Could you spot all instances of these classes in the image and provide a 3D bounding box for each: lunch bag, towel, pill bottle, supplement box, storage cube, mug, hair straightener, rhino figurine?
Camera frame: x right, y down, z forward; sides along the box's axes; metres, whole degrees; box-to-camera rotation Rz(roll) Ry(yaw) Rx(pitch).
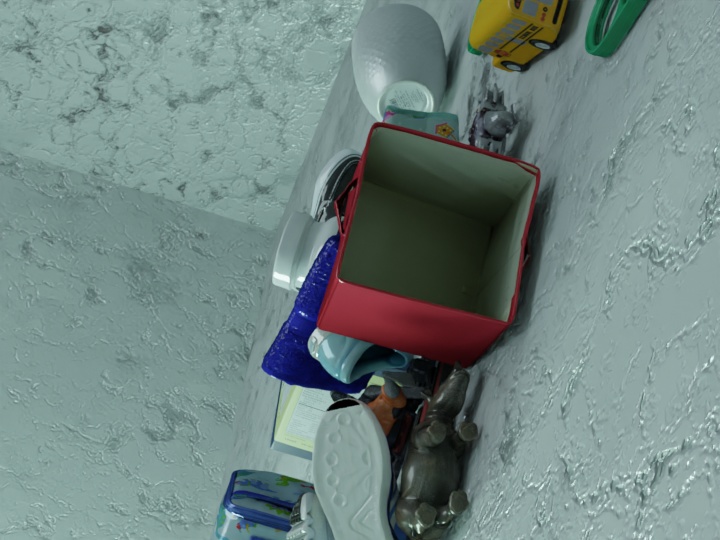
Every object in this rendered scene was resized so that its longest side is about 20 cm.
[{"bbox_3d":[0.062,-0.089,1.669,0.200,0.121,0.171,99,180,-61],"label":"lunch bag"},{"bbox_3d":[-0.011,0.055,1.461,0.201,0.147,0.050,-63,37,27],"label":"towel"},{"bbox_3d":[0.000,0.000,1.561,0.116,0.199,0.117,16,-90,-87],"label":"pill bottle"},{"bbox_3d":[-0.024,0.125,1.741,0.201,0.133,0.201,-85,14,-52],"label":"supplement box"},{"bbox_3d":[0.063,-0.021,1.297,0.180,0.199,0.172,114,170,-70],"label":"storage cube"},{"bbox_3d":[0.068,-0.282,1.976,0.176,0.147,0.201,-95,-8,-50],"label":"mug"},{"bbox_3d":[-0.066,0.298,1.465,0.161,0.199,0.083,-74,0,-82],"label":"lunch bag"},{"bbox_3d":[0.075,0.145,1.399,0.077,0.041,0.201,118,165,-52],"label":"hair straightener"},{"bbox_3d":[0.077,0.176,1.273,0.088,0.059,0.201,124,162,-57],"label":"rhino figurine"}]

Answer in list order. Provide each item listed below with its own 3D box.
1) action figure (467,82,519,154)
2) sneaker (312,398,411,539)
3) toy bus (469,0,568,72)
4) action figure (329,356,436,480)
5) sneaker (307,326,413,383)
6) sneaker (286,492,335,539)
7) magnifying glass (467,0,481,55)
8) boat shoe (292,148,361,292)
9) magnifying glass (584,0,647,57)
[{"bbox_3d":[0.135,-0.130,1.469,0.200,0.069,0.131,-52,15,57],"label":"action figure"},{"bbox_3d":[0.011,0.229,1.323,0.146,0.080,0.201,9,-110,-77],"label":"sneaker"},{"bbox_3d":[0.176,-0.279,1.426,0.200,0.078,0.066,162,125,-79],"label":"toy bus"},{"bbox_3d":[0.024,0.148,1.477,0.194,0.104,0.201,82,-152,-80],"label":"action figure"},{"bbox_3d":[0.046,0.070,1.402,0.082,0.199,0.074,50,158,35],"label":"sneaker"},{"bbox_3d":[-0.026,0.333,1.355,0.075,0.081,0.201,146,112,-69],"label":"sneaker"},{"bbox_3d":[0.185,-0.391,1.734,0.080,0.022,0.201,-105,30,-74],"label":"magnifying glass"},{"bbox_3d":[-0.035,-0.056,1.656,0.066,0.070,0.201,35,102,51],"label":"boat shoe"},{"bbox_3d":[0.246,-0.247,1.139,0.200,0.022,0.080,138,148,-77],"label":"magnifying glass"}]
